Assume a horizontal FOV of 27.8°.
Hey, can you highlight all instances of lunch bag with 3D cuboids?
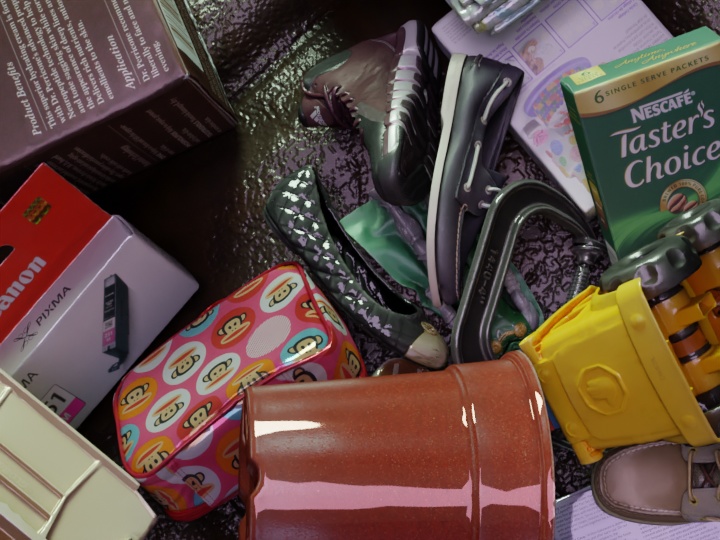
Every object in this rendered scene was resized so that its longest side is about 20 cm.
[{"bbox_3d":[-0.102,0.085,1.152,0.199,0.176,0.082,-35,124,5],"label":"lunch bag"}]

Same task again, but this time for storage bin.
[{"bbox_3d":[-0.282,0.188,1.115,0.198,0.200,0.094,40,47,-2],"label":"storage bin"}]

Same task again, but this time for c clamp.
[{"bbox_3d":[0.143,0.037,1.137,0.170,0.027,0.202,17,82,-30],"label":"c clamp"}]

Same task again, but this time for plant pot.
[{"bbox_3d":[0.015,0.156,1.003,0.193,0.201,0.203,1,82,-8],"label":"plant pot"}]

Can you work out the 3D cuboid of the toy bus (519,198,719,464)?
[{"bbox_3d":[0.202,0.055,1.065,0.191,0.200,0.136,-27,95,40],"label":"toy bus"}]

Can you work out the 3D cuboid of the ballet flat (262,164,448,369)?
[{"bbox_3d":[0.000,0.000,1.158,0.200,0.066,0.057,46,105,10],"label":"ballet flat"}]

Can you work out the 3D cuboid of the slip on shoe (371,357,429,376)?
[{"bbox_3d":[0.012,0.167,1.129,0.075,0.061,0.202,15,64,-11],"label":"slip on shoe"}]

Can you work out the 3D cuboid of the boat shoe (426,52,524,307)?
[{"bbox_3d":[0.088,-0.069,1.123,0.062,0.073,0.202,6,80,8],"label":"boat shoe"}]

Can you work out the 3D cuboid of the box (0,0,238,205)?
[{"bbox_3d":[-0.234,-0.166,1.190,0.199,0.164,0.167,-24,80,5],"label":"box"}]

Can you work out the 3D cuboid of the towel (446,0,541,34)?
[{"bbox_3d":[0.134,-0.286,1.159,0.200,0.048,0.171,-38,37,4],"label":"towel"}]

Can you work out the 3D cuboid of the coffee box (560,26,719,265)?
[{"bbox_3d":[0.236,-0.071,1.113,0.122,0.044,0.201,-18,113,1],"label":"coffee box"}]

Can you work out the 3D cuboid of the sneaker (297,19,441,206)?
[{"bbox_3d":[0.000,-0.116,1.170,0.115,0.076,0.201,-11,40,19],"label":"sneaker"}]

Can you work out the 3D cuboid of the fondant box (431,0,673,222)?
[{"bbox_3d":[0.175,-0.162,1.181,0.144,0.058,0.200,-39,78,2],"label":"fondant box"}]

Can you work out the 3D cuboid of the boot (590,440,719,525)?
[{"bbox_3d":[0.264,0.144,1.028,0.198,0.155,0.073,-2,81,7],"label":"boot"}]

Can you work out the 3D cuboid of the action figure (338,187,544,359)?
[{"bbox_3d":[0.085,0.005,1.177,0.118,0.055,0.201,-36,81,4],"label":"action figure"}]

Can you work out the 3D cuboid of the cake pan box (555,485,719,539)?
[{"bbox_3d":[0.261,0.230,1.120,0.199,0.052,0.185,-24,82,5],"label":"cake pan box"}]

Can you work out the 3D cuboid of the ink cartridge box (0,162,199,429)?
[{"bbox_3d":[-0.252,0.038,1.166,0.200,0.173,0.044,-49,47,0],"label":"ink cartridge box"}]
